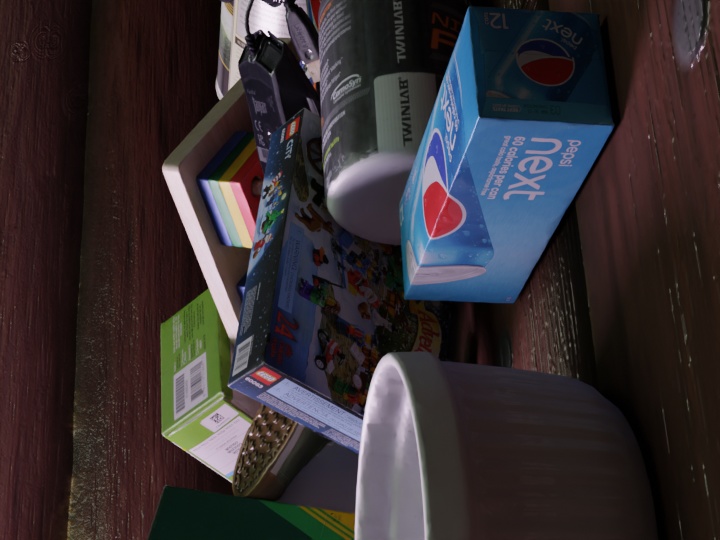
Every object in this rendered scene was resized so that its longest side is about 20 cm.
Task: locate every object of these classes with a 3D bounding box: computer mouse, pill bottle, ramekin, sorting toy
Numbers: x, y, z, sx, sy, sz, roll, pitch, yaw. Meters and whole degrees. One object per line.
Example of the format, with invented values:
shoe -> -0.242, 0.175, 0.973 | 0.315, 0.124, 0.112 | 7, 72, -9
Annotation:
computer mouse -> -0.041, -0.130, 1.072 | 0.140, 0.046, 0.201 | 14, 123, 62
pill bottle -> 0.026, -0.126, 0.965 | 0.106, 0.105, 0.201 | 105, 164, -58
ramekin -> 0.062, 0.137, 0.691 | 0.200, 0.104, 0.202 | -179, 90, -82
sorting toy -> -0.062, -0.065, 1.321 | 0.199, 0.069, 0.201 | -54, -42, -40

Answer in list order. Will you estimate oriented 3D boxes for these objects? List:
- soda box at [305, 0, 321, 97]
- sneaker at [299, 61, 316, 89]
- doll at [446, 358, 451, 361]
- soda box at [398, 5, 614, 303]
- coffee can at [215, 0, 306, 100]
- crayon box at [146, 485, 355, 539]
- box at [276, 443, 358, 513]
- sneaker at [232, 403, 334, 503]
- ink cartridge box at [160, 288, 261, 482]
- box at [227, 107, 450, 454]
soda box -> 0.004, -0.156, 1.105 | 0.063, 0.070, 0.201 | -134, 34, -60
sneaker -> -0.021, -0.131, 1.190 | 0.201, 0.075, 0.078 | -63, 31, 8
doll -> 0.047, 0.154, 0.976 | 0.137, 0.048, 0.202 | 115, 161, -75
soda box -> 0.069, -0.052, 0.791 | 0.200, 0.067, 0.065 | 108, 162, -62
coffee can -> -0.060, -0.250, 1.434 | 0.147, 0.145, 0.201 | -98, 12, -46
crayon box -> -0.053, 0.244, 1.096 | 0.201, 0.171, 0.059 | 87, -167, -48
box -> -0.022, 0.196, 1.184 | 0.201, 0.108, 0.129 | 101, 175, -50
sneaker -> -0.007, 0.087, 1.059 | 0.201, 0.089, 0.067 | -62, 25, 12
ink cartridge box -> -0.087, 0.129, 1.394 | 0.076, 0.200, 0.148 | -35, 36, 21
box -> -0.005, 0.012, 0.956 | 0.038, 0.136, 0.201 | -34, 37, 40
